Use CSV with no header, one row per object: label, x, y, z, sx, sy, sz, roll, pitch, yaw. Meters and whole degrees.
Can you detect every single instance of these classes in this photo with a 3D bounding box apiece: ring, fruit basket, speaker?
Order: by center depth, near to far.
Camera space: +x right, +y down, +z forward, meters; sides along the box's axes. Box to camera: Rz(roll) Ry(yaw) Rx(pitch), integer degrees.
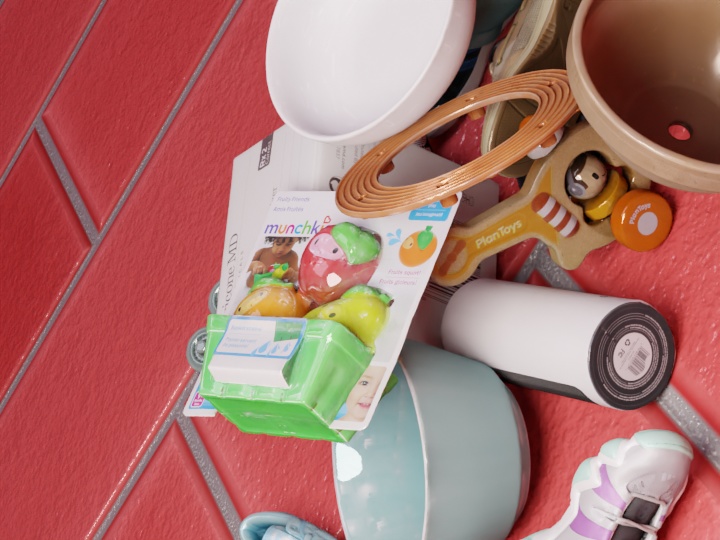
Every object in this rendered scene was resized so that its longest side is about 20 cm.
ring,0.073,-0.089,1.432,0.200,0.019,0.200,-24,20,9
fruit basket,-0.034,0.021,1.439,0.185,0.094,0.200,3,65,40
speaker,0.145,0.052,1.488,0.200,0.081,0.081,10,77,59

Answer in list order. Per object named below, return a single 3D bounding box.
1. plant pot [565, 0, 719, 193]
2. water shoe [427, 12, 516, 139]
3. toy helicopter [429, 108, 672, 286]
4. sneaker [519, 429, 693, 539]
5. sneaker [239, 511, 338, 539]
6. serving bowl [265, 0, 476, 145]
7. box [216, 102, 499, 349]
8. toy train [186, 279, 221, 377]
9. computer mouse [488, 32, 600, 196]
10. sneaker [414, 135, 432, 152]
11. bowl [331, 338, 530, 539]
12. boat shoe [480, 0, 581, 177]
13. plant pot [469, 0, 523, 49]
plant pot,0.238,-0.123,1.392,0.093,0.200,0.201,103,171,-55
water shoe,0.080,-0.218,1.791,0.200,0.079,0.071,-61,29,8
toy helicopter,0.129,-0.054,1.471,0.200,0.132,0.079,-27,26,-15
sneaker,0.173,0.213,1.340,0.200,0.078,0.140,-56,31,35
sneaker,-0.043,0.249,1.645,0.200,0.082,0.074,9,78,60
serving bowl,0.018,-0.185,1.532,0.200,0.066,0.200,-20,59,38
box,0.000,0.000,1.635,0.131,0.200,0.199,-29,48,46
toy train,-0.083,0.043,1.855,0.114,0.085,0.200,16,80,33
computer mouse,0.185,-0.141,1.612,0.140,0.046,0.200,-30,45,23
sneaker,0.008,-0.115,1.815,0.200,0.071,0.080,19,120,54
bowl,0.059,0.144,1.498,0.201,0.105,0.201,179,90,-69
boat shoe,0.140,-0.163,1.584,0.065,0.072,0.200,-3,60,57
plant pot,0.069,-0.268,1.666,0.200,0.200,0.134,-119,30,-55
